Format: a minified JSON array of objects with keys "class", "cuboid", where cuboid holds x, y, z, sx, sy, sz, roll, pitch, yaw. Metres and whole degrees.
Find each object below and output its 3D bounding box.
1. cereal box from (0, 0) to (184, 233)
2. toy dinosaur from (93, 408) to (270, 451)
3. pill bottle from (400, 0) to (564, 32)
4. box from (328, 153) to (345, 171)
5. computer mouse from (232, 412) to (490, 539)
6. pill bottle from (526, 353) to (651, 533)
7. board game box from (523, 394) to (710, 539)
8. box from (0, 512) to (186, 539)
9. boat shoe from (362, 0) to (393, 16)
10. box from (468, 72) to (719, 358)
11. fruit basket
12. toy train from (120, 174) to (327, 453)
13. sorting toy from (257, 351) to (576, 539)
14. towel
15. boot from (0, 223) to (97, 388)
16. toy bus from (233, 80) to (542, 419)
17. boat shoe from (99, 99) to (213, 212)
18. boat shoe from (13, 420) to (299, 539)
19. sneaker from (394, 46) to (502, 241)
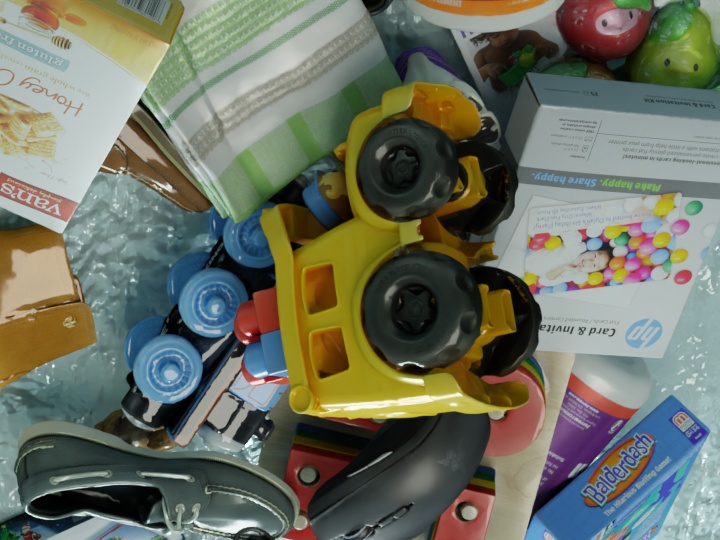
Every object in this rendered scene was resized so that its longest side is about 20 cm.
[{"class":"cereal box","cuboid":[-0.202,-0.114,1.257,0.144,0.040,0.200,24,139,-11]},{"class":"toy dinosaur","cuboid":[-0.131,0.104,1.545,0.200,0.061,0.106,-15,161,-19]},{"class":"pill bottle","cuboid":[0.074,-0.255,1.306,0.114,0.114,0.200,-14,130,-15]},{"class":"box","cuboid":[0.008,-0.069,1.471,0.039,0.041,0.200,-33,133,4]},{"class":"computer mouse","cuboid":[0.026,0.181,1.481,0.200,0.046,0.140,-37,120,4]},{"class":"pill bottle","cuboid":[0.117,0.121,1.623,0.112,0.113,0.200,25,113,-37]},{"class":"board game box","cuboid":[0.185,0.196,1.680,0.152,0.045,0.200,-38,160,-23]},{"class":"box","cuboid":[-0.223,0.233,1.602,0.200,0.038,0.137,-24,132,-6]},{"class":"boat shoe","cuboid":[-0.075,-0.180,1.329,0.200,0.062,0.075,3,123,-28]},{"class":"box","cuboid":[0.157,-0.033,1.444,0.156,0.041,0.200,4,128,-18]},{"class":"fruit basket","cuboid":[0.170,-0.143,1.454,0.185,0.094,0.200,-27,127,0]},{"class":"toy train","cuboid":[-0.074,0.033,1.449,0.114,0.087,0.200,33,93,-17]},{"class":"sorting toy","cuboid":[0.035,0.116,1.529,0.200,0.070,0.199,13,109,-1]},{"class":"towel","cuboid":[-0.064,-0.132,1.306,0.149,0.031,0.200,-34,131,-3]},{"class":"boot","cuboid":[-0.244,0.065,1.437,0.144,0.071,0.202,-11,125,-14]},{"class":"toy bus","cuboid":[0.000,0.000,1.352,0.192,0.200,0.136,-12,170,25]},{"class":"boat shoe","cuboid":[-0.164,-0.097,1.356,0.068,0.072,0.200,-37,123,12]},{"class":"boat shoe","cuboid":[-0.138,0.159,1.474,0.200,0.062,0.073,16,129,-15]},{"class":"sneaker","cuboid":[0.075,-0.072,1.470,0.080,0.084,0.200,-20,131,4]}]
